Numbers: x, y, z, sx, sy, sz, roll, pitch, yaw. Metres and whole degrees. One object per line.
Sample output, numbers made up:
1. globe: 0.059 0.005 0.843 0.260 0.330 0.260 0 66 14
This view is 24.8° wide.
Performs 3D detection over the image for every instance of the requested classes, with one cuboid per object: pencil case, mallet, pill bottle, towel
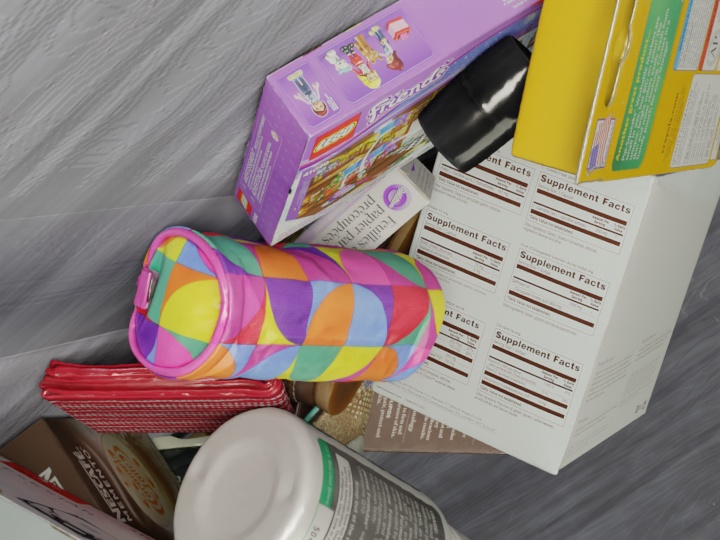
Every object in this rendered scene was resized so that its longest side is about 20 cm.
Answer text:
1. pencil case: -0.039 0.022 0.918 0.088 0.089 0.199 -41 152 28
2. mallet: 0.074 -0.077 0.877 0.066 0.041 0.200 -39 172 5
3. pill bottle: -0.013 0.174 1.027 0.113 0.114 0.200 -39 133 17
4. towel: -0.115 0.082 1.036 0.143 0.023 0.200 0 168 0

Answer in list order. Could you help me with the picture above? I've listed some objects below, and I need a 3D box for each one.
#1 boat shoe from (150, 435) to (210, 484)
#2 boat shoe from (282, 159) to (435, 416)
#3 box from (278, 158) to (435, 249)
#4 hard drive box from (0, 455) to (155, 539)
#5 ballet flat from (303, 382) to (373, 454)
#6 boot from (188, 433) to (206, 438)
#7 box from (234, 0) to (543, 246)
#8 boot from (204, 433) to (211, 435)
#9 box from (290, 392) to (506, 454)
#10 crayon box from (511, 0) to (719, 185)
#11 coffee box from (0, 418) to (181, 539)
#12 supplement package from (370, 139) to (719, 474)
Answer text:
1. boat shoe: -0.106 0.161 1.278 0.197 0.067 0.075 -5 160 -8
2. boat shoe: 0.000 0.000 1.093 0.201 0.070 0.071 -55 153 -25
3. box: -0.037 -0.003 1.032 0.200 0.039 0.042 -40 -165 24
4. hard drive box: -0.193 0.165 0.929 0.077 0.155 0.200 -62 173 -7
5. ballet flat: -0.045 0.153 1.116 0.200 0.065 0.070 -47 168 9
6. boot: -0.169 0.202 1.479 0.200 0.071 0.144 -25 173 -34
7. box: 0.032 -0.100 0.842 0.199 0.039 0.137 -32 169 -21
8. boot: -0.046 0.072 1.332 0.200 0.071 0.144 -30 175 -9
9. box: 0.025 0.085 1.221 0.198 0.100 0.076 6 107 -28
10. crayon box: 0.134 -0.113 0.790 0.200 0.051 0.127 -12 117 -61
11. coffee box: -0.186 0.171 1.143 0.079 0.115 0.200 -37 171 5
12. supplement package: 0.131 -0.002 1.106 0.191 0.146 0.202 -16 125 -62
